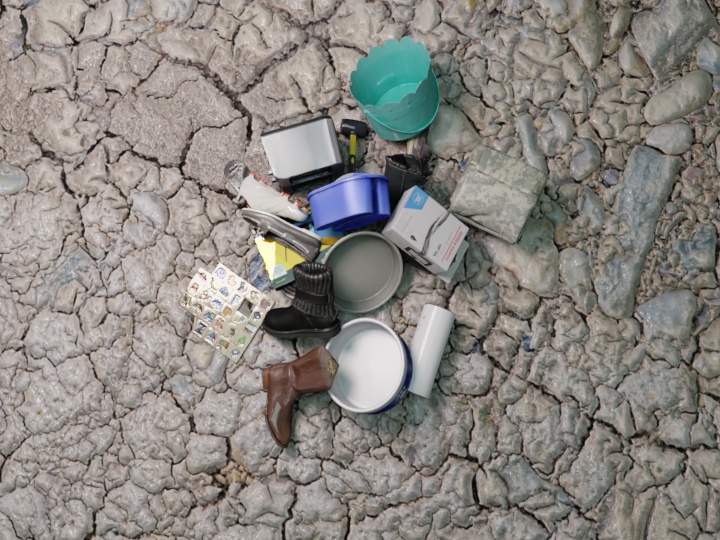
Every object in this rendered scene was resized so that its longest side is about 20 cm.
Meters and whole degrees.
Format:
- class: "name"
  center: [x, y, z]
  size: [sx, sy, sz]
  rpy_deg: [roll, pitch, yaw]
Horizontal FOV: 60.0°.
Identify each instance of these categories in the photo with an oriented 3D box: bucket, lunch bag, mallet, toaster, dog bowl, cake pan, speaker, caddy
- class: "bucket"
  center: [0.085, -0.416, 1.451]
  size: [0.201, 0.135, 0.213]
  rpy_deg: [-11, 59, 18]
- class: "lunch bag"
  center: [0.310, -0.172, 1.451]
  size: [0.196, 0.139, 0.171]
  rpy_deg: [26, 81, 4]
- class: "mallet"
  center: [-0.028, -0.279, 1.475]
  size: [0.064, 0.041, 0.205]
  rpy_deg: [13, 58, -6]
- class: "toaster"
  center: [-0.125, -0.267, 1.440]
  size: [0.194, 0.181, 0.122]
  rpy_deg: [-16, 88, -4]
- class: "dog bowl"
  center: [0.016, 0.214, 1.386]
  size: [0.194, 0.079, 0.207]
  rpy_deg: [-7, 72, 20]
- class: "cake pan"
  center: [0.000, 0.000, 1.424]
  size: [0.194, 0.037, 0.206]
  rpy_deg: [-6, 117, -12]
- class: "speaker"
  center: [0.150, 0.185, 1.427]
  size: [0.079, 0.081, 0.205]
  rpy_deg: [19, 81, 2]
- class: "caddy"
  center: [-0.025, -0.156, 1.356]
  size: [0.196, 0.140, 0.108]
  rpy_deg: [-15, 81, 38]

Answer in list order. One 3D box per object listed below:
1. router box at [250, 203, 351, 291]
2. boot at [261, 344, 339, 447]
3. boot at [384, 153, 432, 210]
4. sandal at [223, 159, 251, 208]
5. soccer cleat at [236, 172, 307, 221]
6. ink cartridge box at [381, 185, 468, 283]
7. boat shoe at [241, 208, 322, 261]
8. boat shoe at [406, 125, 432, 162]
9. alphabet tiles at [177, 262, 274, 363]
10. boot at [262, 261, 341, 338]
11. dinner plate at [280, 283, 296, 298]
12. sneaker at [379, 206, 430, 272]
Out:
- class: "router box"
  center: [-0.136, -0.062, 1.448]
  size: [0.195, 0.051, 0.153]
  rpy_deg: [-24, 83, -6]
- class: "boot"
  center: [-0.124, 0.277, 1.371]
  size: [0.196, 0.064, 0.192]
  rpy_deg: [-21, 79, 28]
- class: "boot"
  center: [0.059, -0.194, 1.436]
  size: [0.192, 0.165, 0.075]
  rpy_deg: [13, 46, -3]
- class: "sandal"
  center: [-0.256, -0.186, 1.491]
  size: [0.075, 0.045, 0.200]
  rpy_deg: [-43, 85, -7]
- class: "soccer cleat"
  center: [-0.200, -0.148, 1.419]
  size: [0.198, 0.069, 0.079]
  rpy_deg: [32, 94, 27]
- class: "ink cartridge box"
  center: [0.159, -0.076, 1.378]
  size: [0.198, 0.068, 0.118]
  rpy_deg: [36, 74, -13]
- class: "boat shoe"
  center: [-0.181, -0.081, 1.389]
  size: [0.195, 0.067, 0.058]
  rpy_deg: [22, 77, -1]
- class: "boat shoe"
  center: [0.142, -0.284, 1.500]
  size: [0.063, 0.072, 0.207]
  rpy_deg: [4, 76, 4]
- class: "alphabet tiles"
  center: [-0.326, 0.090, 1.470]
  size: [0.197, 0.008, 0.170]
  rpy_deg: [33, 83, 4]
- class: "boot"
  center: [-0.141, 0.062, 1.386]
  size: [0.205, 0.080, 0.162]
  rpy_deg: [-1, 117, 23]
- class: "dinner plate"
  center: [-0.127, -0.030, 1.482]
  size: [0.193, 0.024, 0.207]
  rpy_deg: [0, 82, -2]
- class: "sneaker"
  center: [0.115, -0.078, 1.438]
  size: [0.101, 0.061, 0.203]
  rpy_deg: [-7, 126, 21]
